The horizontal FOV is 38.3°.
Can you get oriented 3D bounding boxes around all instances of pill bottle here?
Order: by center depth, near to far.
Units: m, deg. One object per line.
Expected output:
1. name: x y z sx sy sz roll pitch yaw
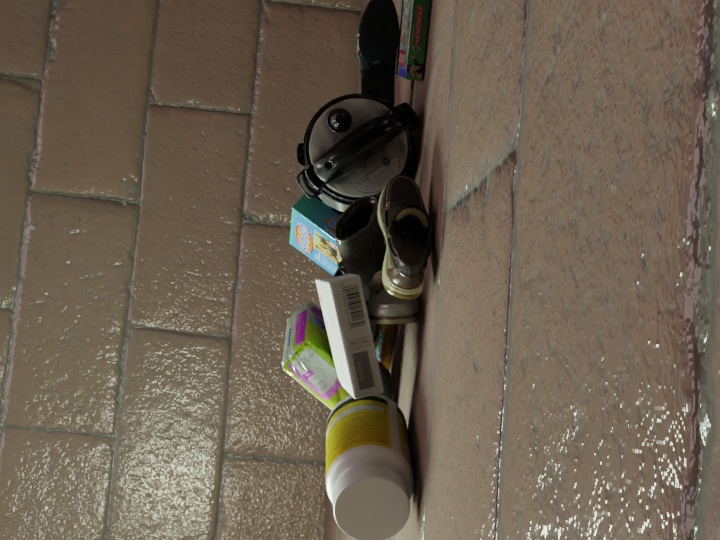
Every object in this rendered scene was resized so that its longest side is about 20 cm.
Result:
1. pill bottle: 0.011 0.254 1.351 0.200 0.114 0.115 -94 9 -68

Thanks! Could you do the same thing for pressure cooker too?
1. pressure cooker: -0.006 -0.178 1.597 0.200 0.178 0.177 106 177 -86

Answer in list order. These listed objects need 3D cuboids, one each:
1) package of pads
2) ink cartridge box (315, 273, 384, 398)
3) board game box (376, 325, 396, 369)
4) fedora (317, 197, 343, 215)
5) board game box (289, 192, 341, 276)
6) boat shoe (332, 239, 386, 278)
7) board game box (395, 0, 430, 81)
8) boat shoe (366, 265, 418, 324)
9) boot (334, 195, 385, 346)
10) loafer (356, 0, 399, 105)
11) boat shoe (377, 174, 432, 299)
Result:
1. package of pads: -0.033 0.158 1.638 0.068 0.200 0.155 -43 18 16
2. ink cartridge box: -0.019 0.086 1.456 0.200 0.047 0.161 -165 62 -82
3. board game box: 0.020 0.123 1.769 0.096 0.030 0.200 55 153 39
4. fedora: 0.007 -0.132 1.793 0.092 0.200 0.201 61 172 5
5. board game box: -0.031 -0.033 1.777 0.045 0.200 0.152 -51 -9 -20
6. boat shoe: 0.002 0.002 1.661 0.074 0.063 0.202 45 126 24
7. board game box: 0.083 -0.376 1.657 0.200 0.029 0.135 -102 18 -77
8. boat shoe: 0.042 0.031 1.444 0.200 0.074 0.069 -105 14 -81
9. boot: -0.003 0.017 1.531 0.200 0.072 0.182 82 -154 -52
10. loafer: 0.028 -0.356 1.744 0.072 0.072 0.201 -68 -17 -86
11. boat shoe: 0.064 -0.055 1.331 0.065 0.073 0.200 115 159 -46
